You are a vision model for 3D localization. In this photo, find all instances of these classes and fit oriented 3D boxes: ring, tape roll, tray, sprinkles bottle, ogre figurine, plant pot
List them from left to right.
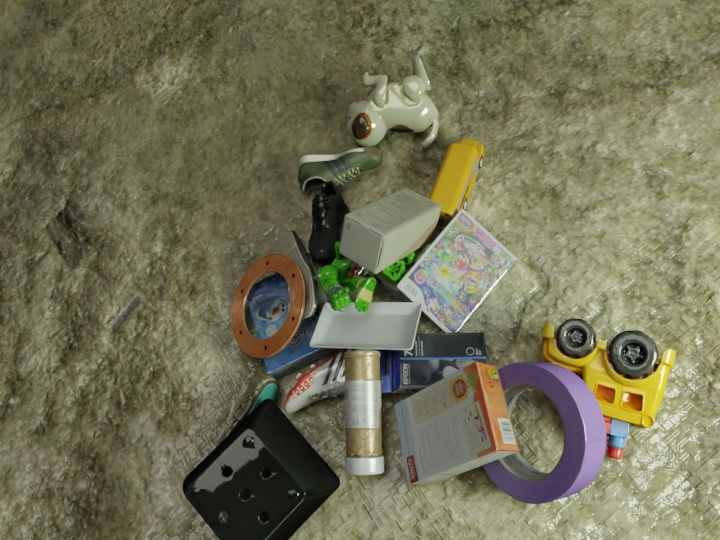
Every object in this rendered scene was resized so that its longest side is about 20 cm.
[{"bbox_3d":[-0.169,0.345,0.942,0.200,0.178,0.200,-43,80,-8],"label":"plant pot"},{"bbox_3d":[-0.177,0.068,1.143,0.197,0.019,0.205,-14,67,34],"label":"ring"},{"bbox_3d":[0.000,0.000,1.107,0.119,0.099,0.200,26,66,42],"label":"ogre figurine"},{"bbox_3d":[0.005,0.241,1.013,0.067,0.068,0.205,-4,78,14],"label":"sprinkles bottle"},{"bbox_3d":[0.011,0.104,1.070,0.195,0.022,0.109,-1,44,22],"label":"tray"},{"bbox_3d":[0.267,0.243,0.903,0.198,0.065,0.205,-8,79,48],"label":"tape roll"}]

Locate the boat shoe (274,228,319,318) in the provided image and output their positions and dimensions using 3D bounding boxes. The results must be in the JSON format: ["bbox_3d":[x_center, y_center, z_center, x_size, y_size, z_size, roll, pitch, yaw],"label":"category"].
[{"bbox_3d":[-0.113,0.005,1.161,0.066,0.057,0.203,-35,58,23],"label":"boat shoe"}]

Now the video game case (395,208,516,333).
[{"bbox_3d":[0.181,0.005,1.110,0.143,0.018,0.201,41,79,3],"label":"video game case"}]

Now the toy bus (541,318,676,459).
[{"bbox_3d":[0.375,0.188,0.939,0.196,0.135,0.196,13,83,24],"label":"toy bus"}]

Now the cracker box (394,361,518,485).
[{"bbox_3d":[0.145,0.248,0.944,0.199,0.057,0.137,-37,50,40],"label":"cracker box"}]

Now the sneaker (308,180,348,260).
[{"bbox_3d":[-0.075,-0.104,1.208,0.074,0.092,0.202,-8,42,12],"label":"sneaker"}]

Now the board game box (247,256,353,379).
[{"bbox_3d":[-0.115,0.083,1.176,0.197,0.044,0.202,-25,60,2],"label":"board game box"}]

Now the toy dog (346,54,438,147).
[{"bbox_3d":[0.062,-0.347,1.313,0.196,0.140,0.198,-22,95,2],"label":"toy dog"}]

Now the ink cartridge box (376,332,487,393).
[{"bbox_3d":[0.124,0.163,1.045,0.195,0.039,0.102,-3,63,3],"label":"ink cartridge box"}]

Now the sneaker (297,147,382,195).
[{"bbox_3d":[-0.047,-0.209,1.301,0.195,0.067,0.092,-3,70,15],"label":"sneaker"}]

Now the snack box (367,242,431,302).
[{"bbox_3d":[0.070,-0.025,1.180,0.198,0.037,0.117,34,78,28],"label":"snack box"}]

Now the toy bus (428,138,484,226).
[{"bbox_3d":[0.194,-0.185,1.204,0.064,0.079,0.203,14,68,22],"label":"toy bus"}]

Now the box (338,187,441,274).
[{"bbox_3d":[0.057,-0.078,1.089,0.094,0.079,0.199,31,36,26],"label":"box"}]

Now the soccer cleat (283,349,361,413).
[{"bbox_3d":[-0.052,0.203,1.081,0.199,0.069,0.085,-38,64,-10],"label":"soccer cleat"}]

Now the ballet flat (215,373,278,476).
[{"bbox_3d":[-0.220,0.284,1.093,0.074,0.068,0.203,12,69,43],"label":"ballet flat"}]
